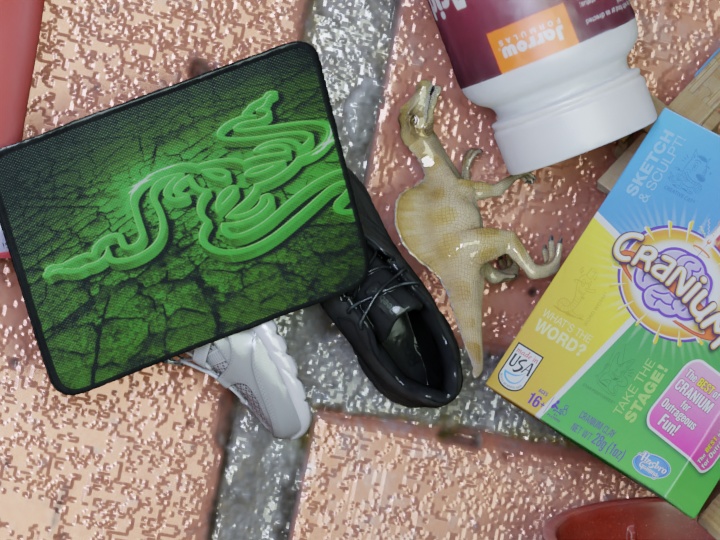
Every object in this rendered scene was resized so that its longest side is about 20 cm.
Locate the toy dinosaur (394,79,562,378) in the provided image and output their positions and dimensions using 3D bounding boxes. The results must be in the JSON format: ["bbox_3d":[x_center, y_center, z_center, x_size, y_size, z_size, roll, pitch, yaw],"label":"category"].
[{"bbox_3d":[0.065,-0.013,1.788,0.101,0.058,0.201,6,60,-35],"label":"toy dinosaur"}]

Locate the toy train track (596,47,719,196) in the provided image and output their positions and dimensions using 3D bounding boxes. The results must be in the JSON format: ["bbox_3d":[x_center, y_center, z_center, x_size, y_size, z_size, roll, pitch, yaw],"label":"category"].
[{"bbox_3d":[0.219,-0.109,1.861,0.115,0.033,0.200,39,71,17],"label":"toy train track"}]

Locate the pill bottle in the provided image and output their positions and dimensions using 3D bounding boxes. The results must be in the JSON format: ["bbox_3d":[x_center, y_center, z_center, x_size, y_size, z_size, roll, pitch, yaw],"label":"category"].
[{"bbox_3d":[0.097,-0.166,1.774,0.114,0.114,0.201,-23,94,-15],"label":"pill bottle"}]

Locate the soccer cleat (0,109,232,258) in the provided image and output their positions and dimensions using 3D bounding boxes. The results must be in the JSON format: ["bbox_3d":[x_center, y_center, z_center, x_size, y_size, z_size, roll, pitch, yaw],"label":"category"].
[{"bbox_3d":[-0.162,-0.045,1.696,0.199,0.068,0.074,-16,100,4],"label":"soccer cleat"}]

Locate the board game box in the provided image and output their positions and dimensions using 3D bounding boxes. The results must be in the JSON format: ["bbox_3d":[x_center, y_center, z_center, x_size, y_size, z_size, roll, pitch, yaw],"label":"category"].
[{"bbox_3d":[0.187,0.022,1.749,0.200,0.153,0.040,-57,141,-3],"label":"board game box"}]

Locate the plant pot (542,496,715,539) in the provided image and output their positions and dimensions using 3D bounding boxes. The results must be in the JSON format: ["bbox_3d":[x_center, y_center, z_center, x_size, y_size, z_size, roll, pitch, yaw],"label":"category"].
[{"bbox_3d":[0.206,0.256,1.799,0.200,0.201,0.196,-2,100,-17],"label":"plant pot"}]

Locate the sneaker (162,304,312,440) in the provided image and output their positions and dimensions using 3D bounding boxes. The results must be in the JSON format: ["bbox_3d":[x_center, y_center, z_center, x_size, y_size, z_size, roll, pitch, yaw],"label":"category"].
[{"bbox_3d":[-0.107,0.028,1.753,0.082,0.075,0.200,-41,92,-6],"label":"sneaker"}]

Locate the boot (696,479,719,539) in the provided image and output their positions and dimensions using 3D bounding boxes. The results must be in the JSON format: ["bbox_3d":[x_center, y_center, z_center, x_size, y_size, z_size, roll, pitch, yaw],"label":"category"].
[{"bbox_3d":[0.232,0.081,1.778,0.144,0.201,0.071,-48,122,1],"label":"boot"}]

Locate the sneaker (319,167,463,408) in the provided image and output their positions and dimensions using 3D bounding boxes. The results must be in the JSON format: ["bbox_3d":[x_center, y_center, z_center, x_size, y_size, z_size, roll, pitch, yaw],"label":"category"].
[{"bbox_3d":[0.000,0.000,1.767,0.076,0.091,0.200,-42,102,-3],"label":"sneaker"}]

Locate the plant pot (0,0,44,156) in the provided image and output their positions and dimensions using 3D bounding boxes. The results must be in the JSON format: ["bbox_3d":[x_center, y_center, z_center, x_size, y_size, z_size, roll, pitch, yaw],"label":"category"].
[{"bbox_3d":[-0.259,-0.154,1.639,0.199,0.200,0.178,-4,104,-17],"label":"plant pot"}]

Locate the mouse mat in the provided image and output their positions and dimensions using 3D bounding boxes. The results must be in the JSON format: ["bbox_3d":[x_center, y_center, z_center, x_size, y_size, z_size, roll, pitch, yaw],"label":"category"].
[{"bbox_3d":[-0.099,-0.028,1.673,0.199,0.008,0.162,-22,119,-13],"label":"mouse mat"}]
